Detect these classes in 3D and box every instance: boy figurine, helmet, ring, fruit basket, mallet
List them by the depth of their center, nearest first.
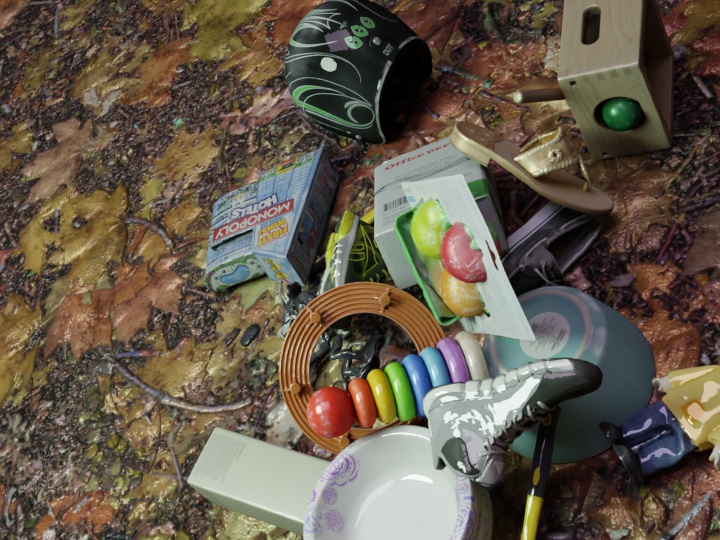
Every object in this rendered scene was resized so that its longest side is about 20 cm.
[{"bbox_3d":[0.186,0.239,1.256,0.065,0.041,0.202,15,87,33],"label":"mallet"},{"bbox_3d":[0.351,0.145,1.263,0.199,0.065,0.125,-31,44,9],"label":"boy figurine"},{"bbox_3d":[0.115,-0.017,1.320,0.093,0.187,0.200,-28,8,-20],"label":"fruit basket"},{"bbox_3d":[0.005,0.114,1.398,0.198,0.019,0.203,0,88,4],"label":"ring"},{"bbox_3d":[0.011,-0.061,1.649,0.200,0.041,0.066,-45,42,-1],"label":"mallet"},{"bbox_3d":[-0.015,-0.287,1.742,0.189,0.200,0.201,25,71,23],"label":"helmet"}]

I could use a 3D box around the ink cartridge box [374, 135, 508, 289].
[{"bbox_3d":[0.096,-0.079,1.517,0.145,0.084,0.201,-20,27,12],"label":"ink cartridge box"}]

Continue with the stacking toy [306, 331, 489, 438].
[{"bbox_3d":[0.037,0.131,1.338,0.198,0.086,0.086,-15,47,-7],"label":"stacking toy"}]

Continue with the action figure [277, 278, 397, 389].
[{"bbox_3d":[-0.050,0.087,1.518,0.199,0.119,0.102,32,69,37],"label":"action figure"}]

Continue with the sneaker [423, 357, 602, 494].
[{"bbox_3d":[0.154,0.161,1.229,0.199,0.075,0.117,-18,59,34],"label":"sneaker"}]

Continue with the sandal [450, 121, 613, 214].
[{"bbox_3d":[0.212,-0.140,1.451,0.210,0.070,0.078,25,31,5],"label":"sandal"}]

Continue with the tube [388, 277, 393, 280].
[{"bbox_3d":[0.082,-0.018,1.567,0.198,0.058,0.053,-5,93,32],"label":"tube"}]

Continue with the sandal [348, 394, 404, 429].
[{"bbox_3d":[0.051,0.165,1.426,0.210,0.078,0.070,-25,62,10],"label":"sandal"}]

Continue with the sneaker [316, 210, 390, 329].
[{"bbox_3d":[0.000,0.000,1.496,0.201,0.084,0.075,-81,14,-51],"label":"sneaker"}]

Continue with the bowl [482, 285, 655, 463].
[{"bbox_3d":[0.211,0.097,1.357,0.199,0.105,0.203,-17,50,21],"label":"bowl"}]

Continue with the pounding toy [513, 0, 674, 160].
[{"bbox_3d":[0.290,-0.238,1.508,0.141,0.184,0.202,-7,53,27],"label":"pounding toy"}]

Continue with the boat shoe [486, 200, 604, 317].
[{"bbox_3d":[0.210,-0.012,1.462,0.200,0.072,0.071,-49,42,-13],"label":"boat shoe"}]

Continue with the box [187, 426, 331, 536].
[{"bbox_3d":[-0.101,0.252,1.453,0.198,0.068,0.083,12,64,37],"label":"box"}]

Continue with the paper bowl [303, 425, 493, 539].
[{"bbox_3d":[0.046,0.276,1.319,0.199,0.105,0.202,-16,50,20],"label":"paper bowl"}]

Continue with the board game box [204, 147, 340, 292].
[{"bbox_3d":[-0.129,-0.052,1.691,0.198,0.062,0.201,-19,40,18],"label":"board game box"}]
